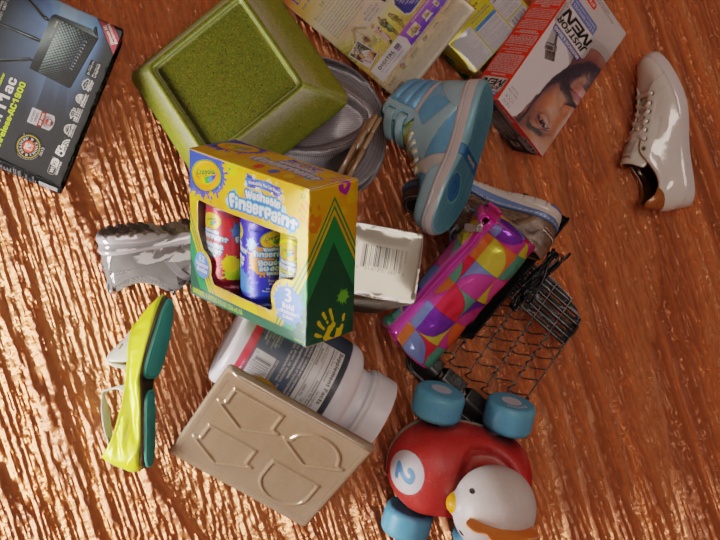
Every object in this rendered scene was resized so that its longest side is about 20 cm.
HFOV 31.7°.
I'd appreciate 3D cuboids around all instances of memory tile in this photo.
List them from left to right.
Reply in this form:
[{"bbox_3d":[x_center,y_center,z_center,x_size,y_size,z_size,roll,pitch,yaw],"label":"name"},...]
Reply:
[{"bbox_3d":[-0.037,-0.076,1.423,0.017,0.154,0.201,29,120,-4],"label":"memory tile"}]

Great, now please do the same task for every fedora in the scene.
[{"bbox_3d":[-0.052,-0.174,1.496,0.197,0.090,0.180,8,84,-13],"label":"fedora"}]

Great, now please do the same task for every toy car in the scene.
[{"bbox_3d":[0.126,0.252,1.423,0.174,0.200,0.187,11,105,-12],"label":"toy car"}]

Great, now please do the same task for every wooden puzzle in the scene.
[{"bbox_3d":[-0.099,0.191,1.418,0.184,0.200,0.047,30,45,-9],"label":"wooden puzzle"}]

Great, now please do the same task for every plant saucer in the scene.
[{"bbox_3d":[-0.146,-0.213,1.437,0.199,0.048,0.201,-37,75,6],"label":"plant saucer"}]

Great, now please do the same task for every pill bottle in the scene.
[{"bbox_3d":[-0.063,0.120,1.456,0.198,0.119,0.121,31,79,-10],"label":"pill bottle"}]

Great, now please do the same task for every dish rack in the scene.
[{"bbox_3d":[0.170,0.085,1.550,0.153,0.054,0.201,40,76,-8],"label":"dish rack"}]

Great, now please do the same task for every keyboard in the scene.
[{"bbox_3d":[0.175,0.006,1.520,0.104,0.040,0.200,34,75,28],"label":"keyboard"}]

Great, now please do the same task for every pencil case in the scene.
[{"bbox_3d":[0.110,0.014,1.442,0.088,0.088,0.201,36,103,-8],"label":"pencil case"}]

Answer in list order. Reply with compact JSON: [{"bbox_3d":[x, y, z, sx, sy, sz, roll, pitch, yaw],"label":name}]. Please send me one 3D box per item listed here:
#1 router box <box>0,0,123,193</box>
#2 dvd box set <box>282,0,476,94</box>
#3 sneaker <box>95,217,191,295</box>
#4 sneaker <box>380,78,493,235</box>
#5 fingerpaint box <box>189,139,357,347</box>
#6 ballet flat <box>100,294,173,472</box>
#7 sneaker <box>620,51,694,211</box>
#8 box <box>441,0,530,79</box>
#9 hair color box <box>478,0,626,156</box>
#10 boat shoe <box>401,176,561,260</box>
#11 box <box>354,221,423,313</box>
[{"bbox_3d":[-0.372,-0.209,1.436,0.148,0.062,0.203,21,81,-10],"label":"router box"},{"bbox_3d":[0.019,-0.322,1.526,0.199,0.029,0.147,38,103,-6],"label":"dvd box set"},{"bbox_3d":[-0.206,-0.014,1.468,0.196,0.075,0.083,-2,108,-12],"label":"sneaker"},{"bbox_3d":[0.070,-0.138,1.480,0.129,0.080,0.202,11,65,23],"label":"sneaker"},{"bbox_3d":[-0.097,-0.033,1.337,0.073,0.198,0.170,-16,117,-42],"label":"fingerpaint box"},{"bbox_3d":[-0.259,0.125,1.440,0.066,0.067,0.204,6,85,8],"label":"ballet flat"},{"bbox_3d":[0.368,-0.175,1.607,0.083,0.073,0.204,-10,89,-16],"label":"sneaker"},{"bbox_3d":[0.105,-0.351,1.573,0.117,0.048,0.200,-45,99,-13],"label":"box"},{"bbox_3d":[0.233,-0.256,1.567,0.111,0.064,0.201,43,77,-35],"label":"hair color box"},{"bbox_3d":[0.135,-0.061,1.504,0.197,0.072,0.073,12,65,21],"label":"boat shoe"},{"bbox_3d":[0.000,0.000,1.438,0.093,0.200,0.079,10,83,-13],"label":"box"}]
